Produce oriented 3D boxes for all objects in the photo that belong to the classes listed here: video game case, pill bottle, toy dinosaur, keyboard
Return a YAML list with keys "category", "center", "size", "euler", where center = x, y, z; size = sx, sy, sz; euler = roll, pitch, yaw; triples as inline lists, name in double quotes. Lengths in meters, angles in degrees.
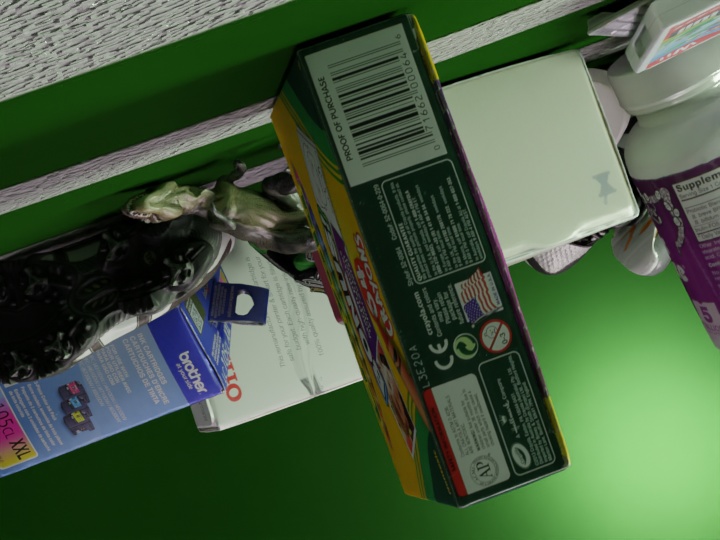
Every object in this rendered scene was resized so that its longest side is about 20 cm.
- category: "video game case"
  center: [0.217, -0.155, 1.099]
  size: [0.142, 0.018, 0.200]
  euler: [-26, 178, 3]
- category: "pill bottle"
  center: [0.235, -0.056, 1.286]
  size: [0.112, 0.201, 0.112]
  euler: [-26, -168, 6]
- category: "toy dinosaur"
  center: [-0.032, -0.030, 1.141]
  size: [0.199, 0.048, 0.088]
  euler: [20, 148, -24]
- category: "keyboard"
  center: [0.179, -0.149, 1.162]
  size: [0.056, 0.011, 0.200]
  euler: [-21, 178, 21]

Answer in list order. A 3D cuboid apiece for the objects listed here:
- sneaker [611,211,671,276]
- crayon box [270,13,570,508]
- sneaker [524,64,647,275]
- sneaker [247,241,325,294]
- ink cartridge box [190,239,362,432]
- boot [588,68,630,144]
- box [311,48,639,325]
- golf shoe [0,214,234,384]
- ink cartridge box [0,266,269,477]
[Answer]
- category: "sneaker"
  center: [0.247, -0.052, 1.491]
  size: [0.078, 0.077, 0.200]
  euler: [-49, -178, 42]
- category: "crayon box"
  center: [0.021, 0.002, 0.913]
  size: [0.058, 0.202, 0.173]
  euler: [-19, 178, -8]
- category: "sneaker"
  center: [0.163, -0.054, 1.447]
  size: [0.075, 0.088, 0.201]
  euler: [7, 138, -16]
- category: "sneaker"
  center: [0.000, 0.000, 1.408]
  size: [0.199, 0.079, 0.085]
  euler: [20, -171, 31]
- category: "ink cartridge box"
  center: [-0.051, 0.023, 1.548]
  size: [0.198, 0.148, 0.083]
  euler: [-19, 179, -17]
- category: "boot"
  center: [0.118, -0.096, 1.403]
  size: [0.200, 0.073, 0.091]
  euler: [-36, -162, 41]
- category: "box"
  center: [0.058, -0.048, 1.253]
  size: [0.127, 0.110, 0.200]
  euler: [-19, 177, -26]
- category: "golf shoe"
  center: [-0.163, 0.015, 1.256]
  size: [0.198, 0.078, 0.094]
  euler: [-20, 178, 22]
- category: "ink cartridge box"
  center: [-0.161, 0.043, 1.350]
  size: [0.198, 0.077, 0.137]
  euler: [-22, -154, 11]
